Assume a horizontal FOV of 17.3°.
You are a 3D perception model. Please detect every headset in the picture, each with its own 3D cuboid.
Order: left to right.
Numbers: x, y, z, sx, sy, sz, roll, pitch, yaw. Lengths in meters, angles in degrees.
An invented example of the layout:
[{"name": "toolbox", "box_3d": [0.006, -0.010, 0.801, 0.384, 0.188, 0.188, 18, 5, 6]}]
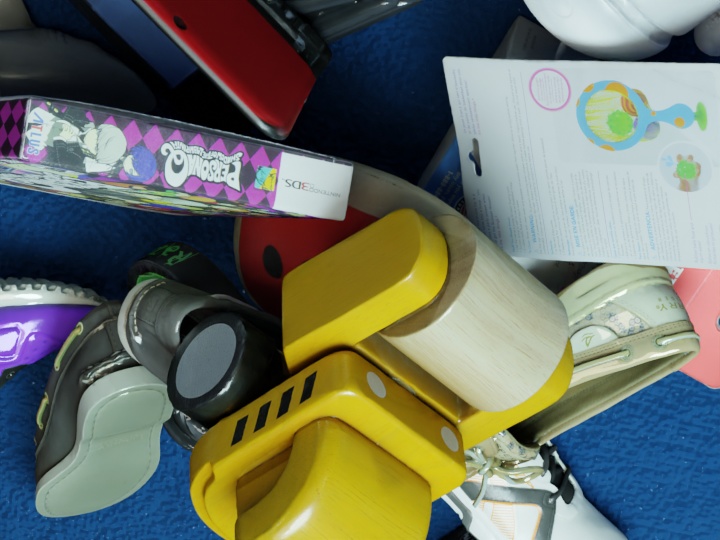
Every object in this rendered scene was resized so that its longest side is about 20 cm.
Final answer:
[{"name": "headset", "box_3d": [-0.079, 0.082, 1.351, 0.094, 0.123, 0.200, -35, 104, -23]}]

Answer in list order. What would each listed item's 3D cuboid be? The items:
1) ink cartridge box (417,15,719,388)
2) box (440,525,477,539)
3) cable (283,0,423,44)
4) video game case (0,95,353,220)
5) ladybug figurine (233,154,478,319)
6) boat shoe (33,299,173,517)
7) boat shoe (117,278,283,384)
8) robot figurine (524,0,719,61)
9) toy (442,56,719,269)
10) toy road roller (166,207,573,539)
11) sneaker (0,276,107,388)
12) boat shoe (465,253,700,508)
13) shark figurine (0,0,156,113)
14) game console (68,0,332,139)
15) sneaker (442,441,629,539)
[{"name": "ink cartridge box", "box_3d": [0.141, -0.036, 1.297, 0.200, 0.067, 0.116, 30, 117, -4]}, {"name": "box", "box_3d": [0.083, 0.274, 1.421, 0.148, 0.124, 0.200, -35, 103, 23]}, {"name": "cable", "box_3d": [-0.004, -0.213, 1.257, 0.200, 0.051, 0.164, -22, 104, 23]}, {"name": "video game case", "box_3d": [-0.130, -0.057, 1.230, 0.181, 0.200, 0.036, 10, 87, -31]}, {"name": "ladybug figurine", "box_3d": [0.000, 0.000, 1.282, 0.200, 0.072, 0.136, 10, 147, 51]}, {"name": "boat shoe", "box_3d": [-0.154, 0.085, 1.384, 0.072, 0.061, 0.201, -9, 156, -24]}, {"name": "boat shoe", "box_3d": [-0.041, 0.065, 1.271, 0.200, 0.057, 0.067, 31, 79, -31]}, {"name": "robot figurine", "box_3d": [0.157, -0.183, 1.200, 0.200, 0.113, 0.170, -35, 113, 21]}, {"name": "toy", "box_3d": [0.147, -0.061, 1.210, 0.199, 0.047, 0.115, 6, 120, 30]}, {"name": "toy road roller", "box_3d": [0.006, 0.080, 1.162, 0.200, 0.146, 0.123, -32, 131, 26]}, {"name": "sneaker", "box_3d": [-0.240, 0.060, 1.369, 0.199, 0.070, 0.100, -7, 96, -15]}, {"name": "boat shoe", "box_3d": [0.092, 0.070, 1.269, 0.200, 0.073, 0.063, -41, 59, 24]}, {"name": "shark figurine", "box_3d": [-0.238, -0.085, 1.332, 0.214, 0.090, 0.128, -31, 105, 19]}, {"name": "game console", "box_3d": [-0.125, -0.138, 1.234, 0.200, 0.119, 0.172, 46, 142, -10]}, {"name": "sneaker", "box_3d": [0.086, 0.113, 1.374, 0.200, 0.074, 0.080, 37, 113, -9]}]
